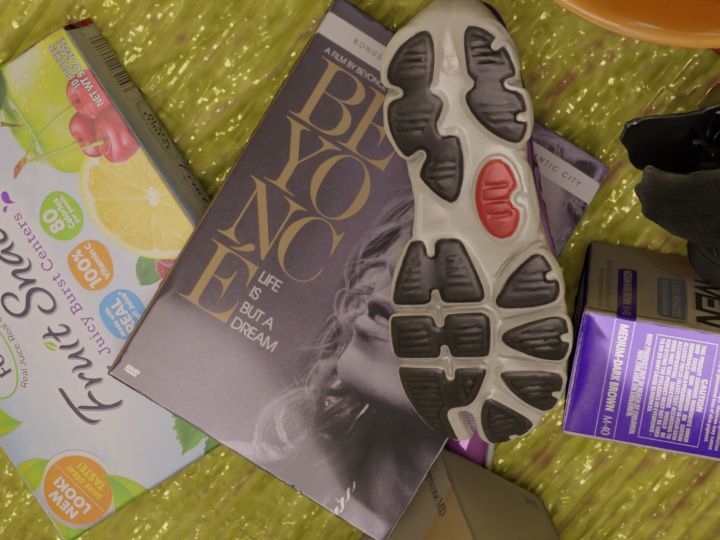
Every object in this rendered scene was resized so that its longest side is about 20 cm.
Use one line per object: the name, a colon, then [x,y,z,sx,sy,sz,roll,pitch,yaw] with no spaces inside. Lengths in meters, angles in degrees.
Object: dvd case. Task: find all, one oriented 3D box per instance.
dvd case: [0.000,0.000,1.119,0.148,0.016,0.201,32,87,-4]

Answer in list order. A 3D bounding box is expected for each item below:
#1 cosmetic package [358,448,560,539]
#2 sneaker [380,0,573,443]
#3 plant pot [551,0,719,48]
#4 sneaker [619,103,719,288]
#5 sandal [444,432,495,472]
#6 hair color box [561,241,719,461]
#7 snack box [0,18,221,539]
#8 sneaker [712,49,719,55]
cosmetic package: [0.014,0.193,1.163,0.071,0.105,0.200,28,111,-29]
sneaker: [0.057,-0.023,1.082,0.080,0.083,0.202,1,106,13]
plant pot: [0.149,-0.218,0.983,0.199,0.183,0.201,12,125,18]
sneaker: [0.210,-0.040,1.069,0.198,0.060,0.105,-8,146,-3]
sandal: [0.016,0.025,1.154,0.082,0.050,0.204,-6,105,9]
hair color box: [0.193,0.045,1.107,0.198,0.109,0.065,11,108,3]
snack box: [-0.133,0.005,1.158,0.142,0.053,0.201,-33,94,15]
sneaker: [0.163,-0.133,1.083,0.199,0.073,0.078,28,92,-7]
